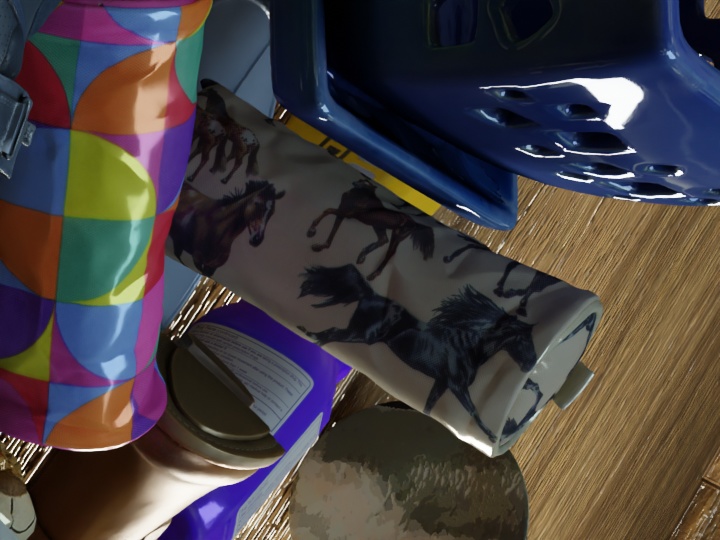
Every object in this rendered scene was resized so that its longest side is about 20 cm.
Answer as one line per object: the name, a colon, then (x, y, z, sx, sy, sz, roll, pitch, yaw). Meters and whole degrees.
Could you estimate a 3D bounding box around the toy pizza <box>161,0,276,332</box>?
toy pizza: (-0.097, -0.036, 1.196, 0.200, 0.032, 0.200, -53, 161, -28)

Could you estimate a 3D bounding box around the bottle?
bottle: (-0.057, 0.059, 1.386, 0.200, 0.083, 0.065, -50, 160, -42)

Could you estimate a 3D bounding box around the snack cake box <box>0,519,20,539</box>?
snack cake box: (-0.176, 0.184, 1.003, 0.200, 0.115, 0.067, -43, -177, 23)

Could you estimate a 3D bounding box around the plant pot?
plant pot: (0.073, -0.128, 1.096, 0.200, 0.179, 0.201, 27, 57, -58)

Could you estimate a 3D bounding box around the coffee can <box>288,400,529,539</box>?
coffee can: (0.034, 0.188, 1.768, 0.147, 0.146, 0.200, -57, 163, -22)

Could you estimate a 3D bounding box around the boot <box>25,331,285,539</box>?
boot: (-0.114, 0.100, 1.204, 0.155, 0.077, 0.200, -46, -169, 0)

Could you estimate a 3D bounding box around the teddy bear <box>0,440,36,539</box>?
teddy bear: (-0.144, 0.155, 1.093, 0.067, 0.145, 0.201, -28, -125, 59)

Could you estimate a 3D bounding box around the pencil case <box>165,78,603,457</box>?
pencil case: (0.000, 0.000, 1.139, 0.078, 0.200, 0.089, -62, 169, 11)

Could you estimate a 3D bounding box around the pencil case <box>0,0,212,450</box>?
pencil case: (-0.102, -0.032, 1.054, 0.088, 0.088, 0.201, -37, 143, -57)

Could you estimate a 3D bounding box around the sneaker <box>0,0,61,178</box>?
sneaker: (-0.145, -0.084, 0.879, 0.146, 0.077, 0.202, -63, 166, -8)

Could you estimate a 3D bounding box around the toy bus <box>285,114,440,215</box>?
toy bus: (0.017, -0.071, 1.416, 0.200, 0.078, 0.065, -46, 157, -47)
